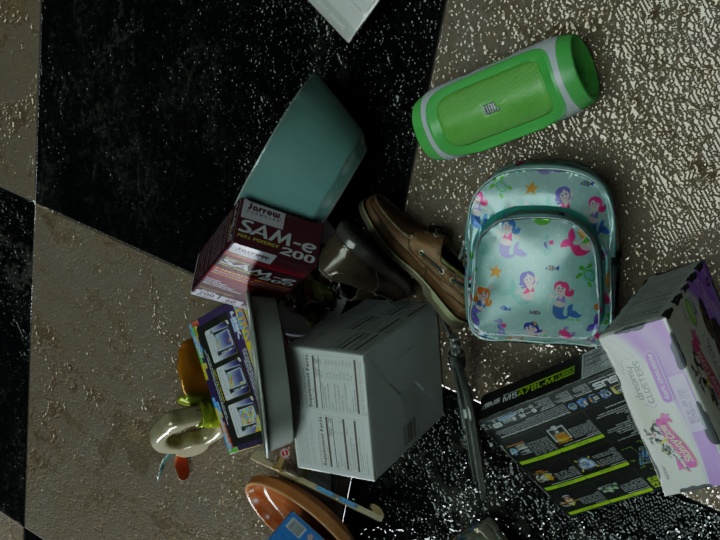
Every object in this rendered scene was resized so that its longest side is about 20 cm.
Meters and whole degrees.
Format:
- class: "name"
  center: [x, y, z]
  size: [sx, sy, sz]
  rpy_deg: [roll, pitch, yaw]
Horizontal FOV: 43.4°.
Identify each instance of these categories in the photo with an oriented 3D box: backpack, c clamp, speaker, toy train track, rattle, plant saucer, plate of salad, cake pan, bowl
- class: "backpack"
  center: [0.197, -0.020, 0.993]
  size: [0.175, 0.150, 0.203]
  rpy_deg: [3, 98, 16]
- class: "c clamp"
  center: [0.132, 0.172, 1.115]
  size: [0.027, 0.171, 0.203]
  rpy_deg: [-11, 113, 0]
- class: "speaker"
  center: [0.157, -0.187, 0.999]
  size: [0.198, 0.088, 0.090]
  rpy_deg: [-18, 96, 34]
- class: "toy train track"
  center: [-0.055, 0.285, 1.233]
  size: [0.198, 0.033, 0.115]
  rpy_deg: [27, 163, -4]
- class: "rattle"
  center: [-0.282, 0.225, 1.407]
  size: [0.144, 0.129, 0.201]
  rpy_deg: [55, 151, 18]
- class: "plant saucer"
  center: [-0.080, 0.362, 1.301]
  size: [0.199, 0.032, 0.201]
  rpy_deg: [28, 147, 20]
- class: "plate of salad"
  center: [-0.104, -0.002, 1.238]
  size: [0.198, 0.048, 0.203]
  rpy_deg: [9, 109, 28]
- class: "cake pan"
  center: [-0.110, 0.122, 1.093]
  size: [0.036, 0.200, 0.203]
  rpy_deg: [-7, 105, -8]
- class: "bowl"
  center: [-0.064, -0.126, 1.105]
  size: [0.104, 0.201, 0.202]
  rpy_deg: [32, 121, -4]

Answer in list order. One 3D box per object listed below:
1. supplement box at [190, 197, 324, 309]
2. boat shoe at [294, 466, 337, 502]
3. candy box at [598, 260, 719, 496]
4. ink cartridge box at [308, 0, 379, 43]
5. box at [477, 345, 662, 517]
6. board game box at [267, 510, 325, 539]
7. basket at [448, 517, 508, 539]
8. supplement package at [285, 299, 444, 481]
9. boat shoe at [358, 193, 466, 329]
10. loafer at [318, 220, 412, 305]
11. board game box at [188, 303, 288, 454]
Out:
- class: "supplement box"
  center: [-0.131, -0.012, 1.111]
  size: [0.200, 0.108, 0.062]
  rpy_deg: [140, 142, -59]
- class: "boat shoe"
  center: [-0.043, 0.242, 1.268]
  size: [0.068, 0.072, 0.202]
  rpy_deg: [18, 111, 9]
- class: "candy box"
  center: [0.329, 0.102, 0.915]
  size: [0.071, 0.199, 0.170]
  rpy_deg: [-21, 94, 34]
- class: "ink cartridge box"
  center: [-0.019, -0.403, 1.062]
  size: [0.200, 0.045, 0.176]
  rpy_deg: [48, 122, 10]
- class: "box"
  center: [0.267, 0.185, 1.027]
  size: [0.199, 0.048, 0.193]
  rpy_deg: [-30, 117, 34]
- class: "board game box"
  center: [-0.051, 0.454, 1.284]
  size: [0.199, 0.056, 0.197]
  rpy_deg: [39, 150, 13]
- class: "basket"
  center: [0.140, 0.436, 1.168]
  size: [0.177, 0.139, 0.201]
  rpy_deg: [48, 117, 16]
- class: "supplement package"
  center: [0.011, 0.140, 1.119]
  size: [0.110, 0.199, 0.158]
  rpy_deg: [3, 106, 30]
- class: "boat shoe"
  center: [0.084, -0.026, 1.109]
  size: [0.200, 0.072, 0.068]
  rpy_deg: [48, 118, -1]
- class: "loafer"
  center: [0.000, 0.000, 1.093]
  size: [0.071, 0.200, 0.073]
  rpy_deg: [-41, 60, 6]
- class: "board game box"
  center: [-0.156, 0.143, 1.267]
  size: [0.165, 0.056, 0.203]
  rpy_deg: [-25, 81, 49]
